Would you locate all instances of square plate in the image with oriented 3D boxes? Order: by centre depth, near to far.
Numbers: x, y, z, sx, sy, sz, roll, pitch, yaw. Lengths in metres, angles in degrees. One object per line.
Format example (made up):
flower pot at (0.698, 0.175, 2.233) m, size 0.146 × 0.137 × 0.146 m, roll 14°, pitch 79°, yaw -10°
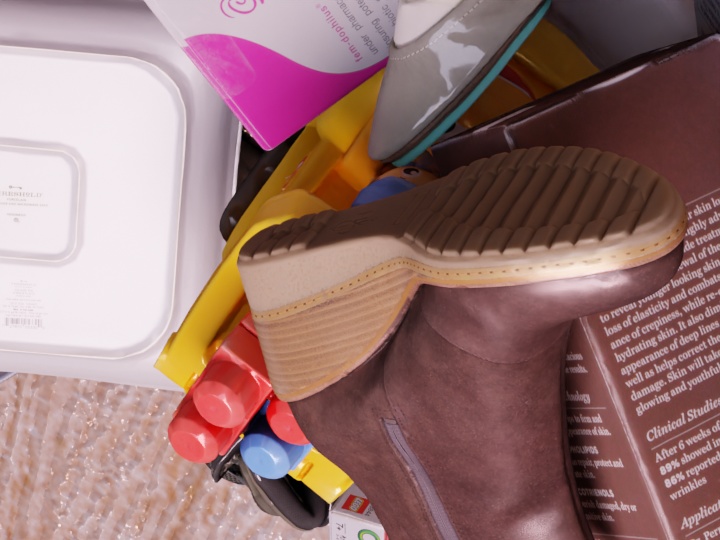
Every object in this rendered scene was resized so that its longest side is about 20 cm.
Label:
square plate at (-0.156, -0.036, 1.062) m, size 0.199 × 0.028 × 0.199 m, roll 5°, pitch 111°, yaw -3°

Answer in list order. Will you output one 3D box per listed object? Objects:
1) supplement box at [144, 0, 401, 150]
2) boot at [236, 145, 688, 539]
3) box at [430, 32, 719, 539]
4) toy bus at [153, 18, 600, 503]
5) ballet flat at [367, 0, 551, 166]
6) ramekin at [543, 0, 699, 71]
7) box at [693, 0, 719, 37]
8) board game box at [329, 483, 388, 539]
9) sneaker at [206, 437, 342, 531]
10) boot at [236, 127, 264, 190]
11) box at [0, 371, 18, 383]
supplement box at (0.004, -0.158, 0.895) m, size 0.200 × 0.103 × 0.101 m, roll -36°, pitch 132°, yaw 2°
boot at (0.058, 0.046, 0.807) m, size 0.200 × 0.072 × 0.167 m, roll -8°, pitch 119°, yaw 44°
box at (0.114, 0.024, 0.854) m, size 0.075 × 0.100 × 0.201 m, roll -5°, pitch 107°, yaw 66°
toy bus at (0.000, 0.000, 0.939) m, size 0.136 × 0.192 × 0.200 m, roll 39°, pitch 131°, yaw 2°
ballet flat at (0.059, -0.126, 0.846) m, size 0.064 × 0.067 × 0.200 m, roll 43°, pitch 103°, yaw -13°
ramekin at (0.089, -0.096, 1.016) m, size 0.200 × 0.098 × 0.201 m, roll 14°, pitch 127°, yaw 20°
box at (0.231, -0.081, 0.893) m, size 0.183 × 0.105 × 0.201 m, roll -12°, pitch 119°, yaw -4°
board game box at (0.024, 0.171, 1.211) m, size 0.035 × 0.126 × 0.201 m, roll 14°, pitch 127°, yaw 20°
sneaker at (-0.051, 0.089, 1.189) m, size 0.076 × 0.114 × 0.199 m, roll 28°, pitch 148°, yaw -13°
boot at (-0.087, -0.038, 1.139) m, size 0.075 × 0.097 × 0.200 m, roll -14°, pitch 121°, yaw 43°
box at (-0.224, -0.053, 1.161) m, size 0.200 × 0.107 × 0.148 m, roll 64°, pitch 168°, yaw -21°
